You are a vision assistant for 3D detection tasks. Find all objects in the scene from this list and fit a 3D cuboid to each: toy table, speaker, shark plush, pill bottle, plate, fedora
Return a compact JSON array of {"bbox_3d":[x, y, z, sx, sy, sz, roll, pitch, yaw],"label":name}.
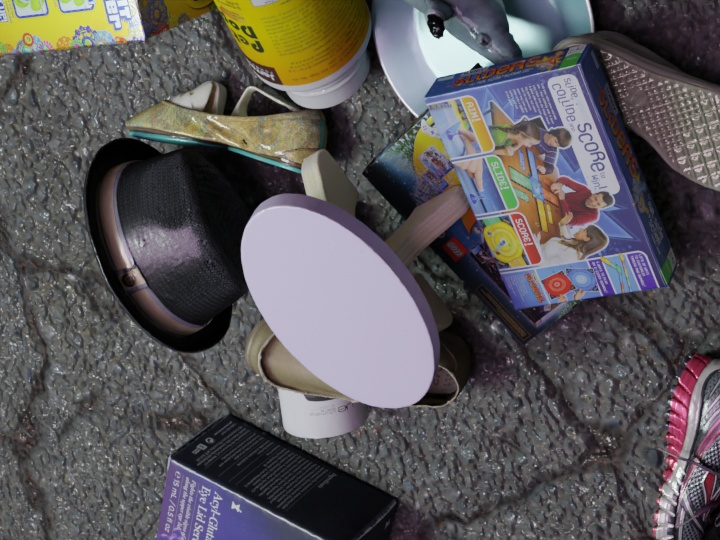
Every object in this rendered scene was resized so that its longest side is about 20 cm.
[{"bbox_3d":[0.000,0.000,1.534,0.182,0.117,0.201,-15,116,28],"label":"toy table"},{"bbox_3d":[-0.042,0.044,1.685,0.081,0.081,0.202,5,112,30],"label":"speaker"},{"bbox_3d":[0.064,-0.197,1.481,0.091,0.083,0.201,-36,89,37],"label":"shark plush"},{"bbox_3d":[-0.057,-0.219,1.518,0.108,0.110,0.200,12,153,27],"label":"pill bottle"},{"bbox_3d":[0.100,-0.195,1.528,0.199,0.026,0.202,13,117,26],"label":"plate"},{"bbox_3d":[-0.150,-0.033,1.660,0.091,0.200,0.202,-22,98,29],"label":"fedora"}]

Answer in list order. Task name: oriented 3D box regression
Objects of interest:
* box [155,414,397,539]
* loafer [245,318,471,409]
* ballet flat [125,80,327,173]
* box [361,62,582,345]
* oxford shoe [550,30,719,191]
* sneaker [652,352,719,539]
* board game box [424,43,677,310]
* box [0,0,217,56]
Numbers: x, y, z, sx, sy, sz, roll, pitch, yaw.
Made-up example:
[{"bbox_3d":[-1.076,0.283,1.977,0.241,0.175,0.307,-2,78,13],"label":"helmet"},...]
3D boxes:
[{"bbox_3d":[-0.083,0.252,1.784,0.199,0.104,0.149,24,120,22],"label":"box"},{"bbox_3d":[0.002,0.075,1.622,0.198,0.068,0.077,3,108,-9],"label":"loafer"},{"bbox_3d":[-0.114,-0.132,1.670,0.198,0.071,0.071,13,117,28],"label":"ballet flat"},{"bbox_3d":[0.115,-0.051,1.550,0.200,0.038,0.136,47,130,-5],"label":"box"},{"bbox_3d":[0.235,-0.125,1.455,0.199,0.058,0.076,28,115,-1],"label":"oxford shoe"},{"bbox_3d":[0.282,0.169,1.537,0.074,0.081,0.202,13,116,24],"label":"sneaker"},{"bbox_3d":[0.147,-0.068,1.464,0.134,0.035,0.201,-9,120,30],"label":"board game box"},{"bbox_3d":[-0.208,-0.266,1.579,0.191,0.200,0.123,-1,110,33],"label":"box"}]
